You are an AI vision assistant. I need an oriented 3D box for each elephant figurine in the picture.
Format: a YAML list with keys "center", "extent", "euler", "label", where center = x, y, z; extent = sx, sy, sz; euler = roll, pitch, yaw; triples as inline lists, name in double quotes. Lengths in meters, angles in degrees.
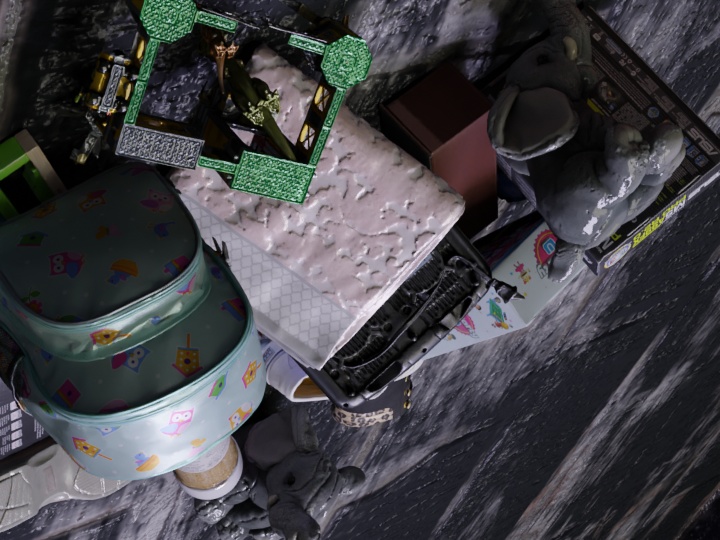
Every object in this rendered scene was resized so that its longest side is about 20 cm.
- center: [0.169, -0.128, 1.229]
  extent: [0.155, 0.200, 0.142]
  euler: [-34, 160, -30]
  label: "elephant figurine"
- center: [-0.065, 0.213, 1.452]
  extent: [0.141, 0.157, 0.199]
  euler: [12, 162, -40]
  label: "elephant figurine"

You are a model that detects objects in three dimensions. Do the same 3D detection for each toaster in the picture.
- center: [0.000, 0.000, 1.220]
  extent: [0.181, 0.200, 0.119]
  euler: [-41, -165, 1]
  label: "toaster"

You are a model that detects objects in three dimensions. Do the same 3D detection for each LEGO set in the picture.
- center: [-0.102, -0.134, 0.977]
  extent: [0.198, 0.116, 0.155]
  euler: [2, 114, -27]
  label: "LEGO set"

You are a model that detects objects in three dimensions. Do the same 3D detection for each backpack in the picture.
- center: [-0.164, 0.036, 0.991]
  extent: [0.175, 0.200, 0.154]
  euler: [-28, 149, -23]
  label: "backpack"

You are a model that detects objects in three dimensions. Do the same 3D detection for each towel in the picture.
- center: [-0.052, -0.042, 1.105]
  extent: [0.191, 0.199, 0.032]
  euler: [-50, -168, 20]
  label: "towel"

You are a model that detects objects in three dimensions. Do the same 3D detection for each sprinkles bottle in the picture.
- center: [-0.156, 0.148, 1.323]
  extent: [0.068, 0.068, 0.200]
  euler: [-34, 154, -13]
  label: "sprinkles bottle"

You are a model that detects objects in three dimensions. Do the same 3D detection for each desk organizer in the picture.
- center: [0.076, -0.095, 1.315]
  extent: [0.077, 0.072, 0.200]
  euler: [-37, 155, -13]
  label: "desk organizer"

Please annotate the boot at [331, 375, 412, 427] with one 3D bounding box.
- center: [0.050, 0.091, 1.573]
  extent: [0.199, 0.073, 0.151]
  euler: [-25, 150, -21]
  label: "boot"

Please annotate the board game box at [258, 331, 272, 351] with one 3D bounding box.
- center: [-0.134, 0.082, 1.360]
  extent: [0.200, 0.026, 0.200]
  euler: [-42, 155, 2]
  label: "board game box"

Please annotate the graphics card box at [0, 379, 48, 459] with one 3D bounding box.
- center: [-0.273, 0.090, 1.152]
  extent: [0.199, 0.051, 0.126]
  euler: [-27, 152, -28]
  label: "graphics card box"

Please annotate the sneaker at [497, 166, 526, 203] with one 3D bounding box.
- center: [0.178, -0.113, 1.437]
  extent: [0.088, 0.079, 0.200]
  euler: [-7, -175, 26]
  label: "sneaker"

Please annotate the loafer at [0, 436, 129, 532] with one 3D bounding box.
- center: [-0.280, 0.176, 1.285]
  extent: [0.199, 0.063, 0.073]
  euler: [-17, 114, -45]
  label: "loafer"

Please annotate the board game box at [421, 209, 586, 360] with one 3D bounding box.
- center: [0.136, 0.008, 1.396]
  extent: [0.147, 0.064, 0.200]
  euler: [-41, -172, -29]
  label: "board game box"

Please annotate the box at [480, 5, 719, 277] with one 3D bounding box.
- center: [0.213, -0.121, 1.307]
  extent: [0.160, 0.200, 0.044]
  euler: [-39, 161, -4]
  label: "box"

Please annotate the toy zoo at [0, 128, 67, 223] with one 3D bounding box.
- center: [-0.292, -0.005, 1.007]
  extent: [0.199, 0.020, 0.131]
  euler: [-37, 154, -9]
  label: "toy zoo"

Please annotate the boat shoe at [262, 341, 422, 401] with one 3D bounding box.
- center: [-0.005, 0.101, 1.418]
  extent: [0.199, 0.070, 0.071]
  euler: [2, 123, -42]
  label: "boat shoe"
